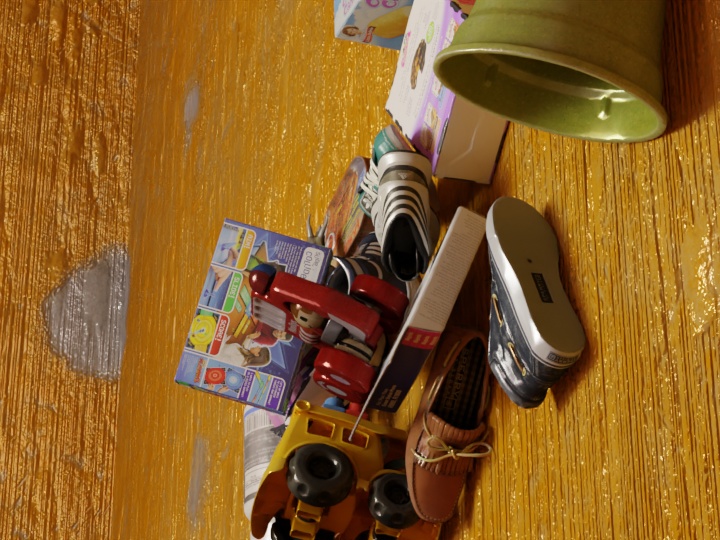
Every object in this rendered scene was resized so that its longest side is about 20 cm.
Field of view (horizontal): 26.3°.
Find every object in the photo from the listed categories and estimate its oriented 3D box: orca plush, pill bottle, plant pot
[{"bbox_3d":[-0.023,0.155,1.841,0.201,0.104,0.071,-62,-39,-44],"label":"orca plush"},{"bbox_3d":[-0.099,0.274,2.039,0.114,0.113,0.202,128,145,-57],"label":"pill bottle"},{"bbox_3d":[0.180,-0.228,1.288,0.200,0.199,0.186,168,120,-71],"label":"plant pot"}]

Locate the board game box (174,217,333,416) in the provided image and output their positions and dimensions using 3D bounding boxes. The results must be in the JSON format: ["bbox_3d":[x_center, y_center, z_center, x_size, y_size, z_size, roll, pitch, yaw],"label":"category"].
[{"bbox_3d":[-0.123,0.054,1.799,0.034,0.134,0.202,80,-153,-78],"label":"board game box"}]

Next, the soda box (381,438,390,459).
[{"bbox_3d":[-0.010,0.231,1.860,0.200,0.063,0.069,164,112,-70],"label":"soda box"}]

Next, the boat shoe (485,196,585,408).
[{"bbox_3d":[0.145,0.028,1.441,0.091,0.070,0.201,120,150,-41],"label":"boat shoe"}]

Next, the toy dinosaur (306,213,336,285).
[{"bbox_3d":[-0.042,0.027,1.952,0.200,0.076,0.103,-124,22,-47],"label":"toy dinosaur"}]

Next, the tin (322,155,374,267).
[{"bbox_3d":[-0.008,-0.064,2.010,0.200,0.042,0.113,121,155,-52],"label":"tin"}]

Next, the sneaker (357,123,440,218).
[{"bbox_3d":[0.035,-0.090,1.688,0.072,0.080,0.200,56,179,22],"label":"sneaker"}]

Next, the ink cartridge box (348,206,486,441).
[{"bbox_3d":[0.060,0.064,1.584,0.197,0.043,0.201,113,-179,-59],"label":"ink cartridge box"}]

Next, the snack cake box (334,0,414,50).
[{"bbox_3d":[0.053,-0.336,1.797,0.200,0.114,0.068,132,141,-61],"label":"snack cake box"}]

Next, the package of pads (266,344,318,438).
[{"bbox_3d":[-0.087,0.099,1.909,0.075,0.121,0.201,-11,114,40],"label":"package of pads"}]

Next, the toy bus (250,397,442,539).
[{"bbox_3d":[-0.004,0.222,1.687,0.193,0.198,0.136,-74,0,-48],"label":"toy bus"}]

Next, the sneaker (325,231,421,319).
[{"bbox_3d":[0.000,0.000,1.842,0.200,0.108,0.071,-120,41,-62],"label":"sneaker"}]

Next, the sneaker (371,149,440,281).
[{"bbox_3d":[0.042,-0.026,1.624,0.201,0.075,0.116,81,-167,-59],"label":"sneaker"}]

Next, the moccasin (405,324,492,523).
[{"bbox_3d":[0.095,0.158,1.564,0.078,0.073,0.203,-147,75,-79],"label":"moccasin"}]

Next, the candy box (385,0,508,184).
[{"bbox_3d":[0.102,-0.212,1.670,0.200,0.071,0.169,-118,38,-60],"label":"candy box"}]

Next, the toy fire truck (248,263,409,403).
[{"bbox_3d":[-0.046,0.053,1.667,0.200,0.167,0.113,101,-166,-76],"label":"toy fire truck"}]
